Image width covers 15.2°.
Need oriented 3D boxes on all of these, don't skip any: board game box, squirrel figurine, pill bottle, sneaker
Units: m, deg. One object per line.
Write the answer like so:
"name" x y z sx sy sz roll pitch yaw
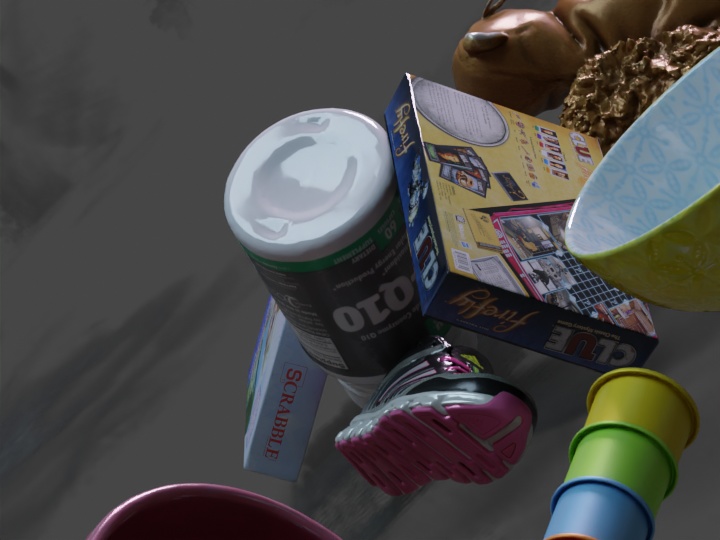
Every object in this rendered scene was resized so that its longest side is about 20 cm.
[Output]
"board game box" 0.090 -0.028 1.564 0.200 0.135 0.035 -99 32 -53
"squirrel figurine" 0.158 -0.131 1.718 0.186 0.142 0.200 -15 41 -9
"pill bottle" 0.000 0.000 1.688 0.113 0.200 0.113 -12 52 15
"sneaker" 0.054 0.077 1.601 0.088 0.074 0.200 -56 12 -22
"board game box" -0.038 0.021 1.905 0.200 0.041 0.201 -96 21 -74

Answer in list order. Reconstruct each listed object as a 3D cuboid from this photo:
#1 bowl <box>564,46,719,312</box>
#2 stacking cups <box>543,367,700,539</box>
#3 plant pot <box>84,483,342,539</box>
"bowl" 0.216 -0.042 1.415 0.200 0.108 0.200 -42 13 12
"stacking cups" 0.117 0.134 1.308 0.060 0.060 0.200 -33 22 39
"plant pot" -0.086 0.236 1.321 0.179 0.200 0.200 -54 6 34
